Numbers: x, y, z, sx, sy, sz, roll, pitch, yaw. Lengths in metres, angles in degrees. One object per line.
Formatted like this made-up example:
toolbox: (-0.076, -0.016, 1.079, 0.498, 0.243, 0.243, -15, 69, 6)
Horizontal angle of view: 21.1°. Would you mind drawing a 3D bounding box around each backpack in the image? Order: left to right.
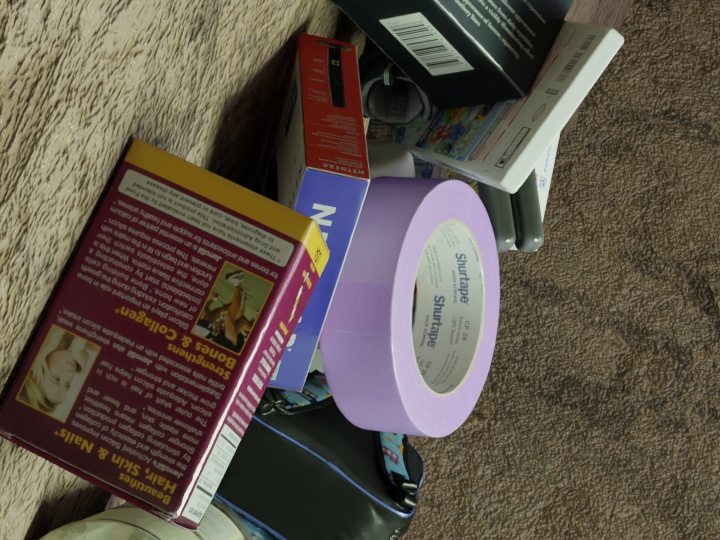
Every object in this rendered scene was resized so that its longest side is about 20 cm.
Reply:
backpack: (-0.038, 0.172, 1.669, 0.135, 0.182, 0.200, -57, 179, 14)

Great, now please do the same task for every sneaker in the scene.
sneaker: (0.035, -0.173, 1.634, 0.200, 0.075, 0.115, 50, 43, -74)

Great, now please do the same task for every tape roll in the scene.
tape roll: (0.042, 0.028, 1.525, 0.200, 0.065, 0.202, -17, 109, -61)

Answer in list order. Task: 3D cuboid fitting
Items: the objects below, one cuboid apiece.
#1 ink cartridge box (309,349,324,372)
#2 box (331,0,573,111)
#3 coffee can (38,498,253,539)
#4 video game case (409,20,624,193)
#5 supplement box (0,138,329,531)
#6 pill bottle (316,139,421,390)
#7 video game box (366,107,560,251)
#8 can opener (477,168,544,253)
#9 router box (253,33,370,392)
ink cartridge box: (-0.062, 0.127, 1.913, 0.200, 0.087, 0.146, -54, 165, -59)
box: (0.089, -0.252, 1.510, 0.107, 0.148, 0.201, -2, -128, 51)
coffee can: (-0.163, 0.243, 1.426, 0.147, 0.145, 0.200, -66, 171, 4)
video game case: (0.118, -0.136, 1.517, 0.144, 0.018, 0.200, -54, -159, -2)
supplement box: (-0.119, 0.042, 1.200, 0.201, 0.130, 0.103, -63, 171, -9)
pill bottle: (0.000, 0.000, 1.630, 0.112, 0.111, 0.202, -49, 135, -61)
video game box: (0.088, -0.115, 1.722, 0.047, 0.199, 0.184, 22, 78, -46)
can opener: (0.112, -0.109, 1.638, 0.067, 0.053, 0.202, 141, -56, -66)
router box: (-0.045, -0.045, 1.450, 0.180, 0.048, 0.201, -96, -161, -53)
